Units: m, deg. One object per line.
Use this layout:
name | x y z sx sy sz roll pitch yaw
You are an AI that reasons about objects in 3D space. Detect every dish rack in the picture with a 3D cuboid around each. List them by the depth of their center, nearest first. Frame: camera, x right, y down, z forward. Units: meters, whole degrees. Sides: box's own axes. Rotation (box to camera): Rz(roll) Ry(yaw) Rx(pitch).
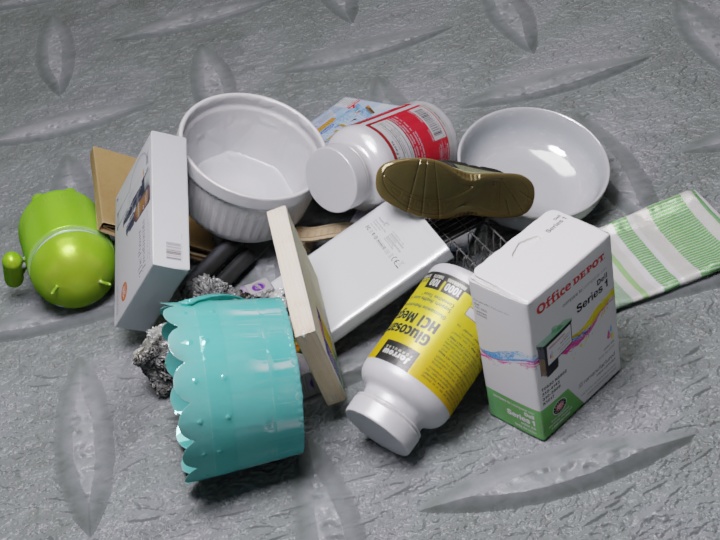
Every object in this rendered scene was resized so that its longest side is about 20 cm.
dish rack | 0.122 0.005 1.718 0.153 0.055 0.200 -27 45 -14

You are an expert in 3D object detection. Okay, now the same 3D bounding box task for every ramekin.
ramekin | -0.149 -0.128 1.841 0.199 0.105 0.201 10 45 -10

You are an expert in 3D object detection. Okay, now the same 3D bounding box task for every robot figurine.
robot figurine | -0.390 -0.030 1.866 0.175 0.116 0.200 -11 36 -17

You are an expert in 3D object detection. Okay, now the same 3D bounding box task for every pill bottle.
pill bottle | 0.073 0.100 1.553 0.112 0.113 0.200 22 68 36
pill bottle | 0.026 -0.143 1.802 0.112 0.113 0.200 21 31 35

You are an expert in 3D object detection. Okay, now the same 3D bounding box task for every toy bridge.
toy bridge | 0.000 -0.040 1.813 0.199 0.067 0.027 5 71 19

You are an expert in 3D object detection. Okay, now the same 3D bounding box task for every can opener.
can opener | -0.175 -0.018 1.863 0.067 0.053 0.200 -20 22 49

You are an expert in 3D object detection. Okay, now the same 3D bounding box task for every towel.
towel | 0.363 -0.029 1.740 0.199 0.023 0.153 -19 39 -10

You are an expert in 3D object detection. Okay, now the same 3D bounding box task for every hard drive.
hard drive | 0.000 0.000 1.713 0.200 0.026 0.132 -36 45 -1

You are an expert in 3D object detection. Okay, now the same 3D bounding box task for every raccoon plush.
raccoon plush | -0.185 0.073 1.655 0.200 0.097 0.134 -24 22 50

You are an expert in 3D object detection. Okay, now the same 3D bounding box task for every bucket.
bucket | -0.142 0.124 1.540 0.134 0.208 0.207 -7 36 -10

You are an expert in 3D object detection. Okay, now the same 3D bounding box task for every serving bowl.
serving bowl | 0.222 -0.122 1.842 0.199 0.066 0.201 2 51 -3

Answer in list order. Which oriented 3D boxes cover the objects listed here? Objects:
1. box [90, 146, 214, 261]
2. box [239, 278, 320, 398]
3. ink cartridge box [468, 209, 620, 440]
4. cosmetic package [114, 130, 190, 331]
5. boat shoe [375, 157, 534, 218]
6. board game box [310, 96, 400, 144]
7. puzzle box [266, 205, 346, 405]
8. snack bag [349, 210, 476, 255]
box | -0.288 -0.093 1.926 0.163 0.021 0.200 16 30 -24
box | -0.095 0.081 1.708 0.039 0.042 0.200 -20 37 -13
ink cartridge box | 0.204 0.058 1.525 0.084 0.201 0.145 26 51 39
cosmetic package | -0.261 -0.048 1.740 0.051 0.151 0.201 9 54 -22
boat shoe | 0.112 -0.100 1.732 0.200 0.072 0.066 4 6 -11
board game box | -0.014 -0.171 1.986 0.199 0.041 0.200 16 45 44
puzzle box | -0.062 0.039 1.603 0.025 0.133 0.200 -18 47 3
snack bag | 0.085 -0.097 1.903 0.188 0.021 0.200 7 42 23
